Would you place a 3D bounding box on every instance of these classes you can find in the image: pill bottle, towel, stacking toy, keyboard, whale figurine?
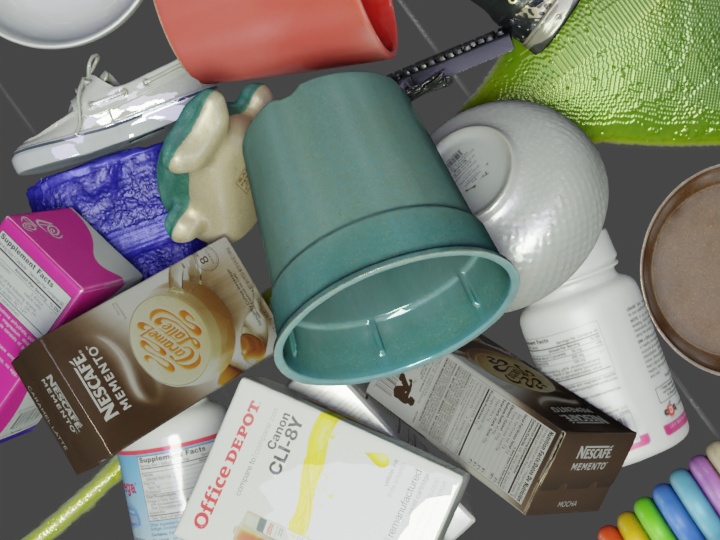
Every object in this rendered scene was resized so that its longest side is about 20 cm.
[{"bbox_3d":[-0.164,0.186,1.169,0.109,0.109,0.200,-11,91,2],"label":"pill bottle"},{"bbox_3d":[-0.217,-0.010,1.194,0.148,0.050,0.200,-20,91,3],"label":"towel"},{"bbox_3d":[0.273,0.244,1.177,0.200,0.085,0.085,-34,91,7],"label":"stacking toy"},{"bbox_3d":[0.041,-0.168,1.129,0.200,0.127,0.021,-22,108,14],"label":"keyboard"},{"bbox_3d":[0.212,0.070,1.153,0.113,0.113,0.200,-20,91,2],"label":"pill bottle"},{"bbox_3d":[-0.137,-0.102,1.111,0.104,0.200,0.159,29,85,14],"label":"whale figurine"}]

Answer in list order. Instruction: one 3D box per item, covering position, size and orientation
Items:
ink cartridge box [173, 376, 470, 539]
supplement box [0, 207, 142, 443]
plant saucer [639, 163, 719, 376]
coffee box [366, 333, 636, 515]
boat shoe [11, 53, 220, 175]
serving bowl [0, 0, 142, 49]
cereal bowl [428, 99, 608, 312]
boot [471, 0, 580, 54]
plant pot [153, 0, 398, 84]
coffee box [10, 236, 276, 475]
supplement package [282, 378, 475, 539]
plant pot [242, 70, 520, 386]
[{"bbox_3d":[-0.031,0.191,1.042,0.200,0.083,0.145,23,87,11],"label":"ink cartridge box"},{"bbox_3d":[-0.304,0.052,1.140,0.103,0.101,0.200,44,109,11],"label":"supplement box"},{"bbox_3d":[0.351,-0.001,1.178,0.200,0.034,0.200,0,90,-6],"label":"plant saucer"},{"bbox_3d":[0.118,0.123,1.093,0.200,0.113,0.080,33,106,39],"label":"coffee box"},{"bbox_3d":[-0.235,-0.157,1.178,0.202,0.075,0.086,-21,91,-1],"label":"boat shoe"},{"bbox_3d":[-0.280,-0.302,1.179,0.200,0.066,0.200,0,91,2],"label":"serving bowl"},{"bbox_3d":[0.110,-0.066,1.115,0.200,0.083,0.200,-15,61,28],"label":"cereal bowl"},{"bbox_3d":[0.155,-0.320,1.159,0.154,0.073,0.204,30,99,-1],"label":"boot"},{"bbox_3d":[-0.080,-0.257,1.121,0.177,0.200,0.201,-14,91,12],"label":"plant pot"},{"bbox_3d":[-0.175,0.070,1.079,0.200,0.080,0.114,-33,91,-37],"label":"coffee box"},{"bbox_3d":[-0.007,0.182,1.158,0.121,0.120,0.200,-42,90,3],"label":"supplement package"},{"bbox_3d":[0.001,-0.041,1.023,0.200,0.200,0.196,-20,64,2],"label":"plant pot"}]
